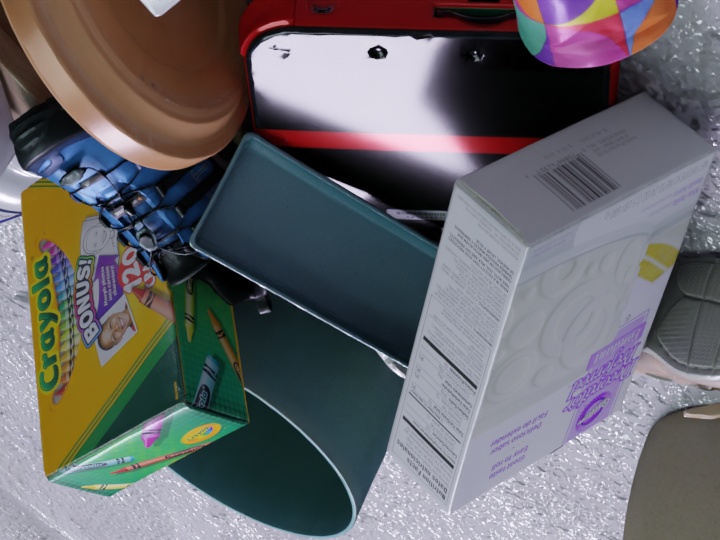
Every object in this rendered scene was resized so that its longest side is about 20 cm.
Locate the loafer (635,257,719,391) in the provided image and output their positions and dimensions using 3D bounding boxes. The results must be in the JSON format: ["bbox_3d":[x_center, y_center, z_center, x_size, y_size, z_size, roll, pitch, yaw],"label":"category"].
[{"bbox_3d":[0.189,0.035,1.087,0.063,0.073,0.199,30,165,-36],"label":"loafer"}]

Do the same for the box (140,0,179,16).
[{"bbox_3d":[-0.115,-0.241,0.877,0.112,0.102,0.200,-33,115,24],"label":"box"}]

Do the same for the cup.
[{"bbox_3d":[0.245,0.206,1.204,0.199,0.144,0.201,25,151,15],"label":"cup"}]

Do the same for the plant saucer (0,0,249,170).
[{"bbox_3d":[-0.116,-0.152,0.973,0.032,0.201,0.201,-20,125,28],"label":"plant saucer"}]

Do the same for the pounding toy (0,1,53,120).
[{"bbox_3d":[-0.211,-0.161,1.059,0.200,0.185,0.142,47,150,-25],"label":"pounding toy"}]

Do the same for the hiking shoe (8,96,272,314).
[{"bbox_3d":[-0.108,-0.040,1.030,0.074,0.087,0.199,-29,152,28],"label":"hiking shoe"}]

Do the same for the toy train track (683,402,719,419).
[{"bbox_3d":[0.236,0.077,1.019,0.113,0.033,0.200,-12,169,6],"label":"toy train track"}]

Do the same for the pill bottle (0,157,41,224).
[{"bbox_3d":[-0.244,-0.094,1.271,0.120,0.120,0.199,45,150,-21],"label":"pill bottle"}]

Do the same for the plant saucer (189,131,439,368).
[{"bbox_3d":[0.000,0.000,1.047,0.199,0.070,0.019,30,176,-22],"label":"plant saucer"}]

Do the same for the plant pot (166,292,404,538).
[{"bbox_3d":[-0.051,0.054,1.256,0.199,0.162,0.201,25,151,15],"label":"plant pot"}]

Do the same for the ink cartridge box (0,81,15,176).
[{"bbox_3d":[-0.252,-0.096,0.975,0.115,0.068,0.201,11,139,18],"label":"ink cartridge box"}]

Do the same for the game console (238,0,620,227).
[{"bbox_3d":[0.038,-0.083,1.009,0.198,0.031,0.178,3,146,6],"label":"game console"}]

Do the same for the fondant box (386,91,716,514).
[{"bbox_3d":[0.098,0.018,0.996,0.058,0.144,0.201,43,140,28],"label":"fondant box"}]

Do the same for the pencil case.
[{"bbox_3d":[0.087,-0.183,0.824,0.088,0.089,0.201,15,145,31],"label":"pencil case"}]

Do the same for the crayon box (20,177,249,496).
[{"bbox_3d":[-0.139,0.019,1.132,0.118,0.202,0.058,-29,147,30],"label":"crayon box"}]

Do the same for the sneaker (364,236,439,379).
[{"bbox_3d":[0.051,0.041,1.139,0.200,0.075,0.085,45,177,-30],"label":"sneaker"}]

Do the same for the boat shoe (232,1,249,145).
[{"bbox_3d":[-0.073,-0.092,1.146,0.063,0.073,0.201,5,138,45],"label":"boat shoe"}]

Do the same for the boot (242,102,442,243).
[{"bbox_3d":[0.034,-0.055,1.100,0.137,0.078,0.200,-8,141,36],"label":"boot"}]
